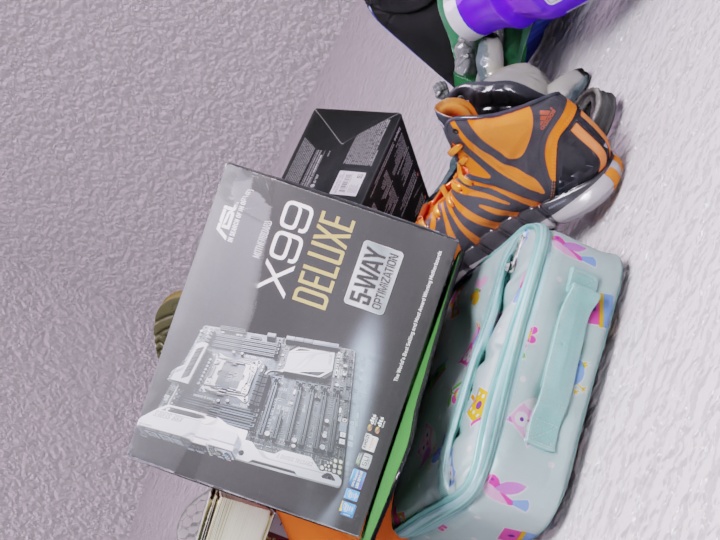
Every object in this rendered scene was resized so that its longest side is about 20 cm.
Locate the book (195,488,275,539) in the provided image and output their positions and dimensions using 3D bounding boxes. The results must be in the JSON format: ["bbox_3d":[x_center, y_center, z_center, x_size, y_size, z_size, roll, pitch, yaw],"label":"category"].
[{"bbox_3d":[-0.119,0.257,1.210,0.134,0.048,0.200,171,117,-84],"label":"book"}]

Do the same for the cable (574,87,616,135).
[{"bbox_3d":[0.122,-0.054,1.208,0.200,0.050,0.097,121,166,-52],"label":"cable"}]

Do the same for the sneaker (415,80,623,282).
[{"bbox_3d":[0.069,-0.062,1.119,0.200,0.112,0.078,-32,24,23],"label":"sneaker"}]

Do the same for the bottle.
[{"bbox_3d":[0.148,-0.231,1.222,0.200,0.065,0.084,-23,37,42],"label":"bottle"}]

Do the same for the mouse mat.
[{"bbox_3d":[0.026,0.101,1.020,0.161,0.008,0.200,108,180,-46],"label":"mouse mat"}]

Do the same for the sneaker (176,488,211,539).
[{"bbox_3d":[-0.030,0.205,1.367,0.202,0.146,0.077,-27,45,18],"label":"sneaker"}]

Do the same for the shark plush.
[{"bbox_3d":[0.112,-0.097,1.261,0.200,0.091,0.083,-65,-11,-47],"label":"shark plush"}]

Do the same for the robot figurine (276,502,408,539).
[{"bbox_3d":[-0.017,0.129,1.166,0.117,0.200,0.144,-12,18,38],"label":"robot figurine"}]

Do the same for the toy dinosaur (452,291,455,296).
[{"bbox_3d":[0.069,0.030,1.190,0.088,0.047,0.200,106,166,-45],"label":"toy dinosaur"}]

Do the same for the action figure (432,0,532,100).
[{"bbox_3d":[0.100,-0.147,1.386,0.118,0.055,0.200,33,137,43],"label":"action figure"}]

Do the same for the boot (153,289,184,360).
[{"bbox_3d":[-0.075,0.044,1.282,0.066,0.175,0.200,-9,28,26],"label":"boot"}]

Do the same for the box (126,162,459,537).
[{"bbox_3d":[-0.042,0.049,1.053,0.050,0.158,0.200,66,-136,-88],"label":"box"}]

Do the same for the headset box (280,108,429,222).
[{"bbox_3d":[0.000,0.000,1.242,0.200,0.075,0.149,67,-143,-47],"label":"headset box"}]

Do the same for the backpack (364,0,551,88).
[{"bbox_3d":[0.118,-0.283,1.437,0.168,0.162,0.200,-49,-5,-36],"label":"backpack"}]

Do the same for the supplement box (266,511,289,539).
[{"bbox_3d":[-0.054,0.280,1.259,0.061,0.109,0.200,177,114,-81],"label":"supplement box"}]

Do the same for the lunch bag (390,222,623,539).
[{"bbox_3d":[0.089,0.072,1.013,0.160,0.077,0.200,129,160,-64],"label":"lunch bag"}]
